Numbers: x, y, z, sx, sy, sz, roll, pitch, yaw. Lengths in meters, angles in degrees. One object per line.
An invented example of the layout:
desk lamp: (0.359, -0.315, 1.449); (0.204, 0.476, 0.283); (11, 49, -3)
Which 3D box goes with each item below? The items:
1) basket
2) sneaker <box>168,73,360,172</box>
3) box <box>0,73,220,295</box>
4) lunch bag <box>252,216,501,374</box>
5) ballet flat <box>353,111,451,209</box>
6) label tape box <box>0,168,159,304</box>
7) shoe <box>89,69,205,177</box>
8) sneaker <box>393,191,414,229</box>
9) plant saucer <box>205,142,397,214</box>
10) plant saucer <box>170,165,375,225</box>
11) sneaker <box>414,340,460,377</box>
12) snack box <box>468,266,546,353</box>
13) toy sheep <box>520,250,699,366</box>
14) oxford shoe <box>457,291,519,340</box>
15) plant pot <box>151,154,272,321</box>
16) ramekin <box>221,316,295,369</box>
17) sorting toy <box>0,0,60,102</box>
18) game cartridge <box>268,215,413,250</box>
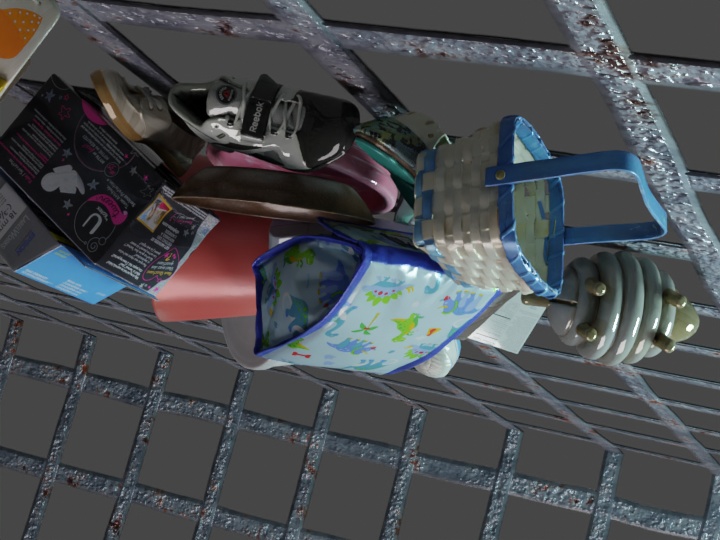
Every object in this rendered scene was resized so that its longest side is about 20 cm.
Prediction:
basket: (0.153, -0.055, 1.262); (0.199, 0.140, 0.176); (-1, 161, 20)
sneaker: (-0.095, -0.139, 1.346); (0.199, 0.075, 0.088); (7, 168, 36)
box: (-0.268, -0.086, 1.539); (0.200, 0.115, 0.132); (43, -178, 27)
lunch bag: (0.014, 0.020, 1.412); (0.169, 0.128, 0.200); (8, 161, -34)
ballet flat: (0.048, -0.107, 1.337); (0.074, 0.075, 0.200); (11, 168, 19)
label tape box: (-0.327, -0.023, 1.577); (0.200, 0.063, 0.144); (44, -174, 30)
shoe: (-0.212, -0.158, 1.495); (0.070, 0.053, 0.200); (58, -175, 25)
sneaker: (0.110, -0.029, 1.608); (0.139, 0.078, 0.200); (15, 170, 8)
plant saucer: (-0.055, -0.112, 1.493); (0.199, 0.051, 0.201); (16, 169, 3)
plant saucer: (-0.082, -0.073, 1.422); (0.199, 0.037, 0.200); (8, 178, 0)
sneaker: (0.051, 0.036, 1.729); (0.072, 0.073, 0.200); (-22, 114, 28)
snack box: (0.125, 0.022, 1.777); (0.199, 0.037, 0.117); (18, 126, -14)
toy sheep: (0.272, 0.040, 1.596); (0.199, 0.139, 0.138); (13, 170, -10)
oxford shoe: (0.125, 0.032, 1.689); (0.199, 0.073, 0.071); (-22, -136, -27)
plant pot: (-0.135, -0.034, 1.681); (0.176, 0.202, 0.200); (4, 168, 3)
ramekin: (-0.094, 0.030, 1.903); (0.094, 0.204, 0.202); (7, 175, -33)
sorting toy: (-0.381, -0.227, 1.316); (0.180, 0.107, 0.200); (38, 163, -13)
game cartridge: (0.000, 0.000, 1.559); (0.199, 0.042, 0.134); (7, 141, 2)
